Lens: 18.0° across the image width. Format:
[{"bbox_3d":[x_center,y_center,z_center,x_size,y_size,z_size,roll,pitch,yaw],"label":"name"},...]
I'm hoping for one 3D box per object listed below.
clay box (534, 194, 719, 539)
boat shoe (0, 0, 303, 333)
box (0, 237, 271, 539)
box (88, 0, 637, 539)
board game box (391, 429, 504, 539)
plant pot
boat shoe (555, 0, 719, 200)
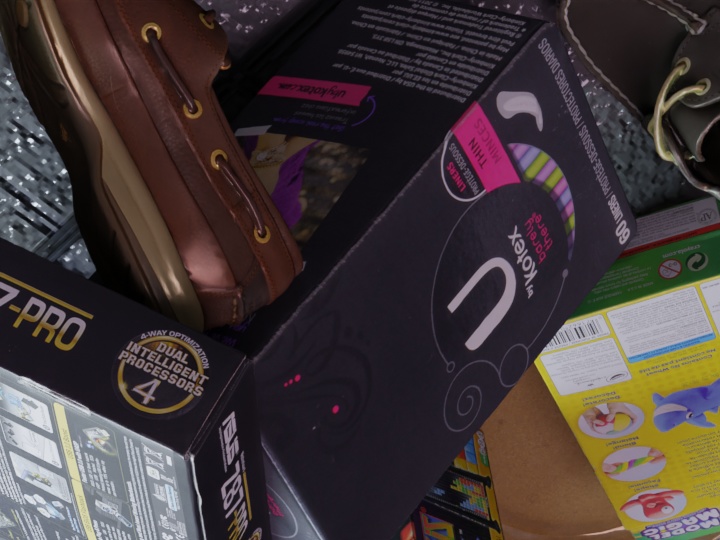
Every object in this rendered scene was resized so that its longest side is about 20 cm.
[{"bbox_3d":[0.150,0.049,1.011,0.115,0.048,0.200,-17,142,12],"label":"clay box"},{"bbox_3d":[-0.081,-0.072,0.798,0.067,0.072,0.200,-22,91,-17],"label":"boat shoe"},{"bbox_3d":[-0.113,0.060,0.832,0.161,0.049,0.200,23,154,14],"label":"box"},{"bbox_3d":[0.000,0.000,0.895,0.200,0.106,0.122,-49,134,-22],"label":"box"},{"bbox_3d":[-0.011,0.182,1.024,0.057,0.165,0.200,25,122,-23],"label":"board game box"},{"bbox_3d":[0.122,0.069,1.092,0.200,0.028,0.200,-8,126,-12],"label":"plant pot"},{"bbox_3d":[0.153,-0.062,0.905,0.060,0.202,0.072,-30,149,-42],"label":"boat shoe"}]
